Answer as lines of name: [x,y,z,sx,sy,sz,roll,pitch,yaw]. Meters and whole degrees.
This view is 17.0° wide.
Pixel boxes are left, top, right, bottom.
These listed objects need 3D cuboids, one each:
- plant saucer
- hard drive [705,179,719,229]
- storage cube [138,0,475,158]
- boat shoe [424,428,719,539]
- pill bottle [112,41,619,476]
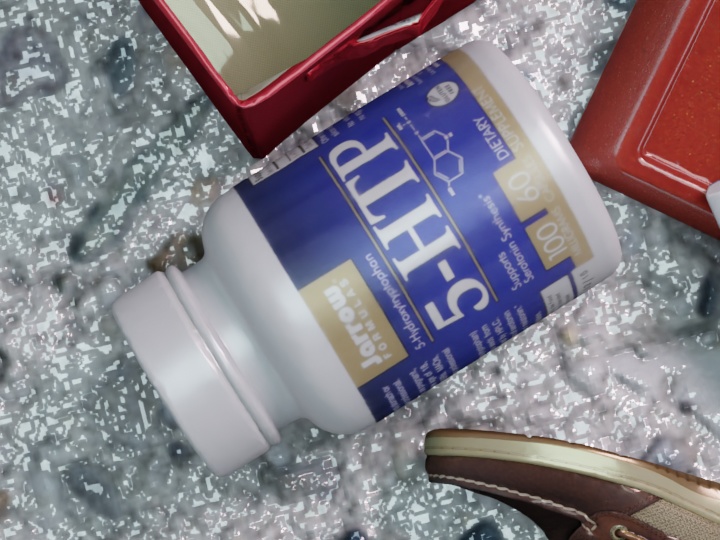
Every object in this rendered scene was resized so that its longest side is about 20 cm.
plant saucer: [0.215,-0.085,1.059,0.199,0.037,0.200,26,113,4]
hard drive: [0.252,0.030,1.057,0.132,0.025,0.200,-21,103,20]
storage cube: [-0.032,-0.175,1.039,0.171,0.180,0.200,-36,86,-2]
boat shoe: [0.120,0.121,1.076,0.200,0.072,0.072,16,85,-5]
pill bottle: [0.000,0.000,1.050,0.200,0.120,0.120,-32,87,-2]
